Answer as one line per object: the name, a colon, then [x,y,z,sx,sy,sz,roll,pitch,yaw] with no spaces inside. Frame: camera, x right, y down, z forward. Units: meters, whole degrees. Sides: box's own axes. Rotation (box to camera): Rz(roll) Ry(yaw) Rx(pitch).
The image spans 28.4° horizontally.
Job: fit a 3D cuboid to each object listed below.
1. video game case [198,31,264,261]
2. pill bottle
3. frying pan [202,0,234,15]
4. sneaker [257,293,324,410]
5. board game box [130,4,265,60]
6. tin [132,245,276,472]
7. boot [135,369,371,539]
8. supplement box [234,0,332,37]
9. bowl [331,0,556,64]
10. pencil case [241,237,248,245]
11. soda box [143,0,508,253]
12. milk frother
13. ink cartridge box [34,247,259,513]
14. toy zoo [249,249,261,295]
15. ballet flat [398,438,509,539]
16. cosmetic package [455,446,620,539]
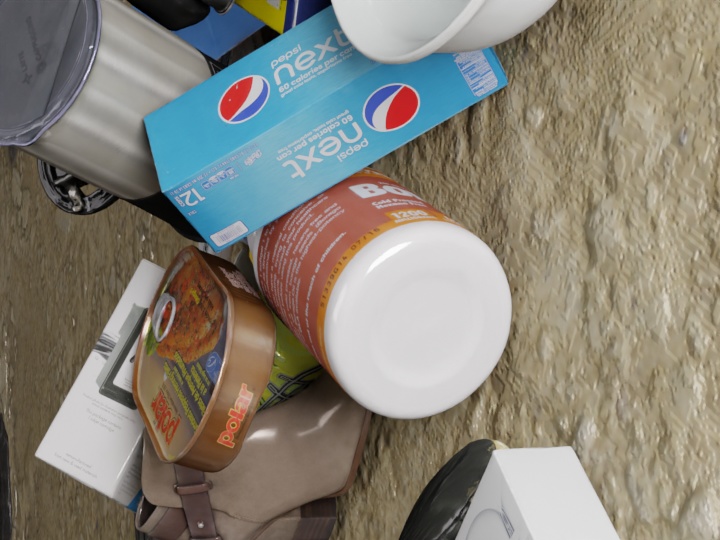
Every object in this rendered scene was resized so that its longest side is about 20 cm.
video game case: [-0.113,-0.120,1.209,0.183,0.023,0.202,-108,27,-56]
pill bottle: [0.000,0.000,0.851,0.200,0.111,0.114,-140,55,-61]
frying pan: [-0.085,-0.196,0.898,0.116,0.030,0.192,113,151,-46]
sneaker: [-0.068,0.069,1.029,0.076,0.076,0.201,48,148,15]
board game box: [-0.113,-0.193,1.122,0.199,0.039,0.159,-34,39,8]
tin: [-0.102,0.055,0.908,0.113,0.041,0.200,-63,23,8]
boot: [-0.078,0.123,0.982,0.071,0.144,0.202,-103,24,-59]
supplement box: [-0.019,-0.215,0.912,0.200,0.107,0.111,-136,52,-60]
bowl: [0.067,-0.195,0.709,0.200,0.089,0.204,-24,62,55]
pencil case: [-0.094,-0.072,1.041,0.199,0.083,0.091,24,72,47]
soda box: [-0.021,-0.097,0.814,0.064,0.198,0.068,52,-167,-47]
milk frother: [-0.183,-0.103,0.929,0.199,0.187,0.182,-35,56,21]
ink cartridge box: [-0.152,0.071,1.060,0.202,0.067,0.116,-62,-9,-13]
toy zoo: [-0.056,-0.030,1.103,0.131,0.020,0.203,-179,90,-67]
ballet flat: [0.047,0.172,0.831,0.067,0.056,0.201,-73,7,-55]
cosmetic package: [0.096,0.211,0.693,0.201,0.051,0.152,-114,31,-45]
